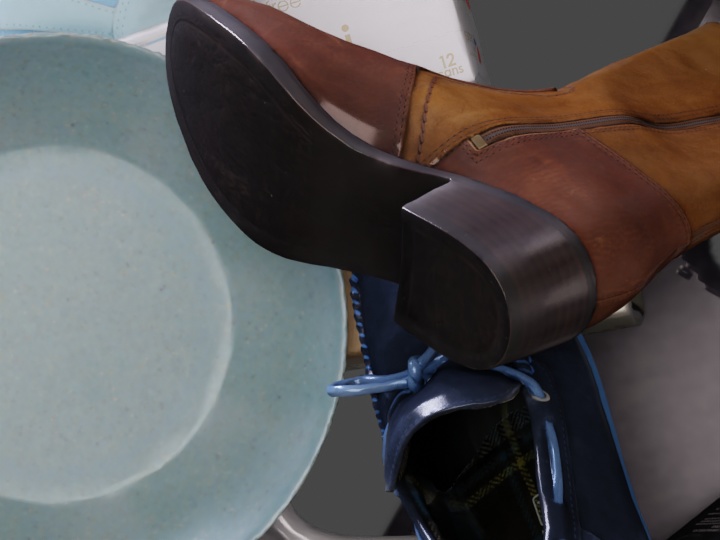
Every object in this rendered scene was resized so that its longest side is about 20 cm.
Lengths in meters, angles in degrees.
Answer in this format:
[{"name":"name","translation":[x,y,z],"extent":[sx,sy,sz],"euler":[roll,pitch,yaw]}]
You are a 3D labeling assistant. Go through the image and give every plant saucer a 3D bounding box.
[{"name":"plant saucer","translation":[-0.106,0.019,0.906],"extent":[0.200,0.039,0.202],"euler":[-1,94,-7]}]

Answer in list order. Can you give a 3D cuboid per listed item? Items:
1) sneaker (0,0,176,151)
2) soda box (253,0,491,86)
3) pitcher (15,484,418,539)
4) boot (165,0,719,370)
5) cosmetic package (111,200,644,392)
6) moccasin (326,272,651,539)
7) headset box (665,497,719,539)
[{"name":"sneaker","translation":[-0.142,-0.102,0.953],"extent":[0.200,0.080,0.131],"euler":[-17,86,-2]},{"name":"soda box","translation":[-0.055,-0.071,1.007],"extent":[0.200,0.064,0.068],"euler":[-16,84,8]},{"name":"pitcher","translation":[-0.032,0.139,0.973],"extent":[0.200,0.121,0.172],"euler":[36,81,-2]},{"name":"boot","translation":[0.058,-0.059,0.877],"extent":[0.188,0.200,0.069],"euler":[31,131,37]},{"name":"cosmetic package","translation":[0.000,0.000,0.976],"extent":[0.199,0.105,0.071],"euler":[-9,86,9]},{"name":"moccasin","translation":[0.043,0.052,0.840],"extent":[0.080,0.068,0.200],"euler":[-46,48,18]},{"name":"headset box","translation":[0.113,0.151,0.890],"extent":[0.200,0.149,0.075],"euler":[-35,97,-19]}]
